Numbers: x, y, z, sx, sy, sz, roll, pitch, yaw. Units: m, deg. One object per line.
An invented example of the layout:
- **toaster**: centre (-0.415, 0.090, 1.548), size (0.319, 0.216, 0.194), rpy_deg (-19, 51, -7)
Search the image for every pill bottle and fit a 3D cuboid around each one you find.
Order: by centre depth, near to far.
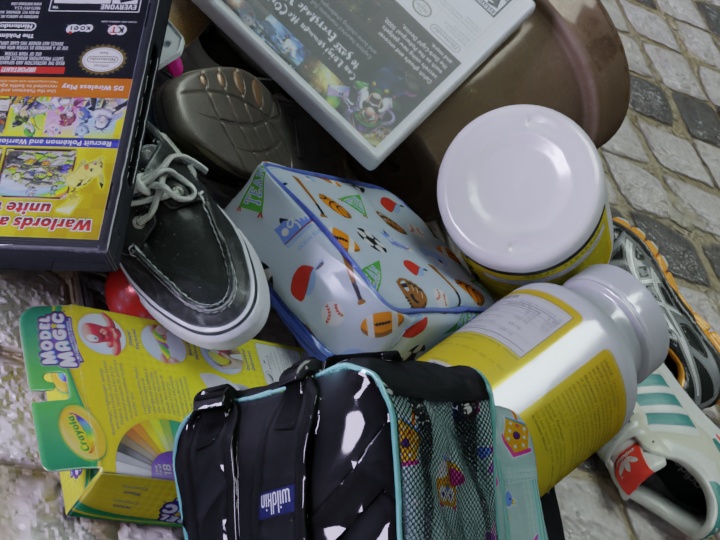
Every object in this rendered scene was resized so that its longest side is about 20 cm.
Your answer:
- **pill bottle**: centre (0.101, 0.077, 0.941), size (0.199, 0.112, 0.112), rpy_deg (-32, 72, -32)
- **pill bottle**: centre (0.121, -0.033, 1.056), size (0.112, 0.111, 0.200), rpy_deg (51, 1, 19)

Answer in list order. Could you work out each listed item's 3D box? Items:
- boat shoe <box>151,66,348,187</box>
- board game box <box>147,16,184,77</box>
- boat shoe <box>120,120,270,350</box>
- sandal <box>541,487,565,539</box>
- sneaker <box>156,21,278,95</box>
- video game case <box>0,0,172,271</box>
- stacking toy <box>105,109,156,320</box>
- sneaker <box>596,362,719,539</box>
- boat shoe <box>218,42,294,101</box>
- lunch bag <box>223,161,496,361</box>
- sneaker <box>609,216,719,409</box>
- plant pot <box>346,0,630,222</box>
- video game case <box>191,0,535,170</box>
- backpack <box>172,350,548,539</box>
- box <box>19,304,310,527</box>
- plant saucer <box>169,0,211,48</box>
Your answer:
- **boat shoe**: centre (-0.083, -0.084, 1.029), size (0.199, 0.073, 0.075), rpy_deg (15, 64, -59)
- **board game box**: centre (-0.229, -0.131, 0.873), size (0.199, 0.026, 0.200), rpy_deg (-35, 61, -11)
- **boat shoe**: centre (-0.121, -0.044, 0.860), size (0.200, 0.073, 0.068), rpy_deg (59, -3, 23)
- **sandal**: centre (0.107, 0.117, 1.016), size (0.076, 0.043, 0.201), rpy_deg (19, 38, -27)
- **sneaker**: centre (-0.139, -0.180, 1.106), size (0.199, 0.071, 0.073), rpy_deg (38, 33, -1)
- **video game case**: centre (-0.212, -0.085, 0.815), size (0.198, 0.026, 0.182), rpy_deg (2, 61, 9)
- **stacking toy**: centre (-0.153, -0.047, 0.942), size (0.085, 0.085, 0.201), rpy_deg (6, 52, -39)
- **sneaker**: centre (0.194, 0.111, 1.081), size (0.200, 0.070, 0.093), rpy_deg (46, 28, 5)
- **boat shoe**: centre (-0.040, -0.167, 1.198), size (0.199, 0.062, 0.075), rpy_deg (18, 34, -54)
- **lunch bag**: centre (0.000, 0.000, 0.993), size (0.160, 0.076, 0.199), rpy_deg (46, 17, 24)
- **sneaker**: centre (0.210, 0.032, 1.190), size (0.200, 0.078, 0.077), rpy_deg (47, 44, 15)
- **plant pot**: centre (0.079, -0.130, 1.156), size (0.200, 0.201, 0.174), rpy_deg (44, 62, 9)
- **video game case**: centre (-0.005, -0.195, 1.050), size (0.200, 0.023, 0.182), rpy_deg (44, 66, 3)
- **backpack**: centre (0.002, 0.156, 0.743), size (0.152, 0.175, 0.202), rpy_deg (14, 66, -43)
- **box**: centre (-0.100, 0.087, 0.852), size (0.199, 0.048, 0.118), rpy_deg (15, 40, -35)
- **plant saucer**: centre (-0.197, -0.214, 1.052), size (0.198, 0.036, 0.202), rpy_deg (5, 48, -6)
